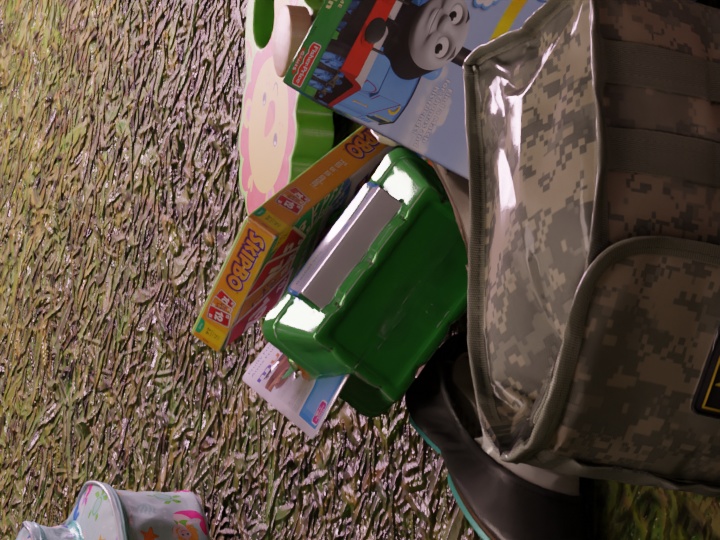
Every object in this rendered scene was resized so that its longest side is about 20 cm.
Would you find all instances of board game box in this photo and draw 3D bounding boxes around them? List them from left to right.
[{"bbox_3d":[-0.028,-0.032,1.352,0.200,0.030,0.096,-46,-13,-52],"label":"board game box"},{"bbox_3d":[0.064,-0.122,1.087,0.200,0.037,0.152,30,93,45],"label":"board game box"}]

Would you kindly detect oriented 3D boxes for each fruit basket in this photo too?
[{"bbox_3d":[0.000,0.000,1.275,0.186,0.094,0.200,-53,20,-3],"label":"fruit basket"}]

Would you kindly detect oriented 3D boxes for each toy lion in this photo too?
[{"bbox_3d":[-0.049,-0.134,1.531,0.192,0.068,0.201,113,154,-45],"label":"toy lion"}]

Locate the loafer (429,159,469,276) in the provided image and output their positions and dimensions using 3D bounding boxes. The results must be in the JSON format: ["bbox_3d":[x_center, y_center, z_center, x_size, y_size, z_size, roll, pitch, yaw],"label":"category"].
[{"bbox_3d":[0.087,-0.017,1.139,0.067,0.076,0.201,29,-139,-74],"label":"loafer"}]

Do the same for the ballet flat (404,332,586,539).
[{"bbox_3d":[0.073,0.089,1.164,0.069,0.068,0.200,-65,28,15],"label":"ballet flat"}]

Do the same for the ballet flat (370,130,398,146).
[{"bbox_3d":[0.028,-0.100,1.265,0.200,0.067,0.064,-99,29,-86],"label":"ballet flat"}]

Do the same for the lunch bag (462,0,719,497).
[{"bbox_3d":[0.135,-0.003,0.933,0.117,0.163,0.201,-32,53,56],"label":"lunch bag"}]

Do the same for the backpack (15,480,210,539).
[{"bbox_3d":[-0.179,0.249,1.582,0.200,0.150,0.178,-55,33,36],"label":"backpack"}]
